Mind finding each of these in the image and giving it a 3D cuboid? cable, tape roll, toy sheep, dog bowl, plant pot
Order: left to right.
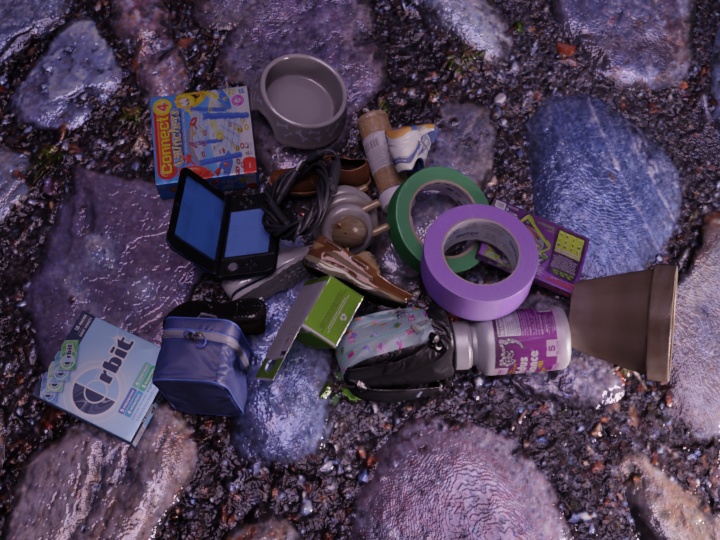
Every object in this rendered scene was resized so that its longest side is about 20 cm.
[{"bbox_3d":[-0.114,-0.131,1.713,0.162,0.051,0.202,-16,45,26],"label":"cable"},{"bbox_3d":[-0.115,-0.337,1.874,0.197,0.059,0.202,7,62,-13],"label":"dog bowl"},{"bbox_3d":[-0.028,-0.094,1.750,0.136,0.200,0.140,-4,109,-11],"label":"toy sheep"},{"bbox_3d":[0.147,-0.088,1.760,0.198,0.048,0.203,6,74,-21],"label":"tape roll"},{"bbox_3d":[0.204,-0.016,1.658,0.197,0.066,0.202,2,57,-3],"label":"tape roll"},{"bbox_3d":[0.456,0.083,1.663,0.171,0.200,0.202,5,65,20],"label":"plant pot"}]

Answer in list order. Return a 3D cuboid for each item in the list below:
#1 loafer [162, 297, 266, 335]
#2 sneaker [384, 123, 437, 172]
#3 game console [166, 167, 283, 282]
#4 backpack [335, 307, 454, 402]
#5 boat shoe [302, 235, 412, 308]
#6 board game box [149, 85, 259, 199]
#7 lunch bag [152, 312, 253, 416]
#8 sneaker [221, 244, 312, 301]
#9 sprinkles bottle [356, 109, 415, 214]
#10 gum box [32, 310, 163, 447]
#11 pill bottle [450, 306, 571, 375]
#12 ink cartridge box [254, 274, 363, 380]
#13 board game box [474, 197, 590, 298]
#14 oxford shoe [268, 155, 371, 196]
[{"bbox_3d":[-0.257,0.100,1.703,0.197,0.072,0.073,-3,36,16],"label":"loafer"},{"bbox_3d":[0.096,-0.230,1.813,0.074,0.200,0.089,-6,99,25],"label":"sneaker"},{"bbox_3d":[-0.240,-0.093,1.731,0.168,0.119,0.202,-7,49,11],"label":"game console"},{"bbox_3d":[0.057,0.141,1.652,0.197,0.168,0.127,-12,47,-2],"label":"backpack"},{"bbox_3d":[0.000,0.000,1.648,0.198,0.076,0.075,25,77,-1],"label":"boat shoe"},{"bbox_3d":[-0.304,-0.251,1.864,0.193,0.056,0.202,-8,67,-4],"label":"board game box"},{"bbox_3d":[-0.263,0.151,1.610,0.134,0.201,0.134,3,63,7],"label":"lunch bag"},{"bbox_3d":[-0.159,-0.007,1.752,0.198,0.077,0.081,-25,59,-13],"label":"sneaker"},{"bbox_3d":[0.048,-0.209,1.839,0.067,0.068,0.202,-13,67,-6],"label":"sprinkles bottle"},{"bbox_3d":[-0.442,0.188,1.678,0.198,0.045,0.171,23,68,9],"label":"gum box"},{"bbox_3d":[0.258,0.125,1.670,0.197,0.113,0.114,-4,66,-2],"label":"pill bottle"},{"bbox_3d":[-0.092,0.116,1.649,0.075,0.148,0.202,32,76,-14],"label":"ink cartridge box"},{"bbox_3d":[0.318,-0.041,1.762,0.198,0.032,0.121,23,64,-7],"label":"board game box"},{"bbox_3d":[-0.079,-0.188,1.822,0.197,0.072,0.072,-5,47,-2],"label":"oxford shoe"}]
